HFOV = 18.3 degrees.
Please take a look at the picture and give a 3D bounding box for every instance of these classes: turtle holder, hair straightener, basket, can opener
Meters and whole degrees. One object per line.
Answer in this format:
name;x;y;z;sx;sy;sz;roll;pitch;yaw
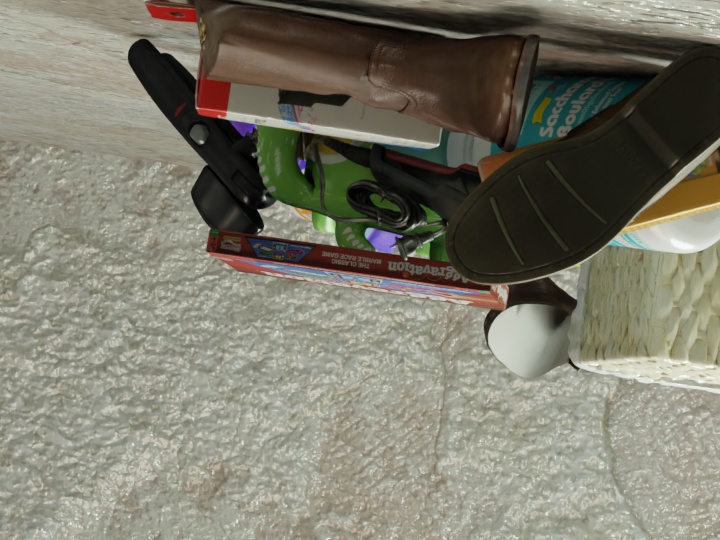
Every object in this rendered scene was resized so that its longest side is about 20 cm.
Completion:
turtle holder;0.017;-0.081;1.612;0.184;0.133;0.141;15;-173;9
hair straightener;0.037;-0.047;1.475;0.199;0.077;0.041;24;147;34
basket;0.284;-0.006;1.708;0.197;0.202;0.161;10;177;-12
can opener;-0.120;-0.107;1.660;0.200;0.078;0.063;54;-174;32

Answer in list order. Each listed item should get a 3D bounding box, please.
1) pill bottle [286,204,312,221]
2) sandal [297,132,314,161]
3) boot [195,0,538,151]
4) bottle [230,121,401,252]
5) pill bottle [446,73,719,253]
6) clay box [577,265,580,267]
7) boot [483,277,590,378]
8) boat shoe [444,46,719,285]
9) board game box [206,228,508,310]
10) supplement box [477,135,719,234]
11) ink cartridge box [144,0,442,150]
pill bottle;0.035;-0.087;1.862;0.199;0.113;0.112;8;179;37
sandal;-0.009;-0.126;1.686;0.199;0.082;0.055;0;-152;-45
boot;-0.003;-0.123;1.303;0.198;0.065;0.186;14;175;-6
bottle;-0.039;-0.096;1.760;0.199;0.084;0.065;33;-146;-4
pill bottle;0.151;-0.074;1.487;0.110;0.112;0.199;10;179;-44
clay box;0.245;-0.052;1.915;0.198;0.116;0.048;10;180;-6
boot;0.101;0.008;1.836;0.200;0.064;0.186;42;-166;34
boat shoe;0.140;-0.052;1.288;0.199;0.072;0.068;-31;174;4
board game box;0.000;0.000;1.557;0.198;0.020;0.103;8;175;11
supplement box;0.175;-0.060;1.349;0.198;0.067;0.069;-15;175;11
ink cartridge box;-0.045;-0.127;1.457;0.198;0.068;0.116;9;-179;-3
